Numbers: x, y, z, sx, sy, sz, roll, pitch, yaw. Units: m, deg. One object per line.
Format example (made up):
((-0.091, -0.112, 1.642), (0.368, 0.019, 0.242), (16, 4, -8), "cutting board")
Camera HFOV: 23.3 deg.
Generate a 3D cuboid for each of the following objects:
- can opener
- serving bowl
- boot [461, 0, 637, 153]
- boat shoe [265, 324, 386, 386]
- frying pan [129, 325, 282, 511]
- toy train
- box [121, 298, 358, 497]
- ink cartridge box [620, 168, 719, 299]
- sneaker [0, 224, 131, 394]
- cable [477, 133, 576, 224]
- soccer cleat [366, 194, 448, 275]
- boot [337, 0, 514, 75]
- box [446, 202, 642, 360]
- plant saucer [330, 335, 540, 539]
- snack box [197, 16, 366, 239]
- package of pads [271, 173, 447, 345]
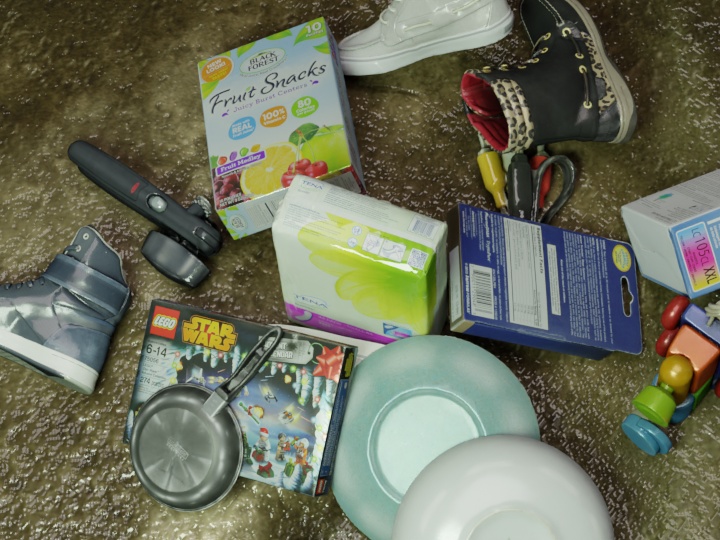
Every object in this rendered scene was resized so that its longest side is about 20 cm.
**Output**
((-0.213, -0.068, 1.710), (0.200, 0.064, 0.079), (39, 72, 18), "can opener")
((0.127, 0.245, 1.501), (0.198, 0.066, 0.203), (0, 89, -3), "serving bowl")
((0.168, -0.197, 1.725), (0.149, 0.073, 0.201), (-12, 60, -25), "boot")
((-0.044, 0.100, 1.625), (0.198, 0.072, 0.069), (12, 65, -2), "boat shoe")
((-0.129, 0.142, 1.555), (0.189, 0.031, 0.116), (-29, 80, 19), "frying pan")
((0.283, 0.087, 1.541), (0.084, 0.200, 0.116), (35, 75, 17), "toy train")
((-0.111, 0.114, 1.584), (0.198, 0.040, 0.139), (12, 91, 19), "box")
((0.364, -0.052, 1.632), (0.198, 0.136, 0.077), (-22, 104, -6), "ink cartridge box")
((-0.316, 0.012, 1.660), (0.201, 0.077, 0.147), (23, 78, 2), "sneaker")
((0.161, -0.041, 1.706), (0.096, 0.050, 0.202), (5, 76, -14), "cable")
((0.002, -0.051, 1.679), (0.199, 0.087, 0.070), (30, 69, 16), "soccer cleat")
((0.050, -0.262, 1.739), (0.198, 0.096, 0.074), (-12, 30, 24), "boot")
((0.173, 0.015, 1.640), (0.198, 0.032, 0.122), (12, 62, -24), "box")
((0.062, 0.159, 1.561), (0.198, 0.039, 0.204), (0, 87, 8), "plant saucer")
((-0.080, -0.141, 1.708), (0.141, 0.053, 0.202), (-17, 52, 9), "snack box")
((0.000, 0.000, 1.591), (0.153, 0.201, 0.069), (19, 65, 11), "package of pads")
